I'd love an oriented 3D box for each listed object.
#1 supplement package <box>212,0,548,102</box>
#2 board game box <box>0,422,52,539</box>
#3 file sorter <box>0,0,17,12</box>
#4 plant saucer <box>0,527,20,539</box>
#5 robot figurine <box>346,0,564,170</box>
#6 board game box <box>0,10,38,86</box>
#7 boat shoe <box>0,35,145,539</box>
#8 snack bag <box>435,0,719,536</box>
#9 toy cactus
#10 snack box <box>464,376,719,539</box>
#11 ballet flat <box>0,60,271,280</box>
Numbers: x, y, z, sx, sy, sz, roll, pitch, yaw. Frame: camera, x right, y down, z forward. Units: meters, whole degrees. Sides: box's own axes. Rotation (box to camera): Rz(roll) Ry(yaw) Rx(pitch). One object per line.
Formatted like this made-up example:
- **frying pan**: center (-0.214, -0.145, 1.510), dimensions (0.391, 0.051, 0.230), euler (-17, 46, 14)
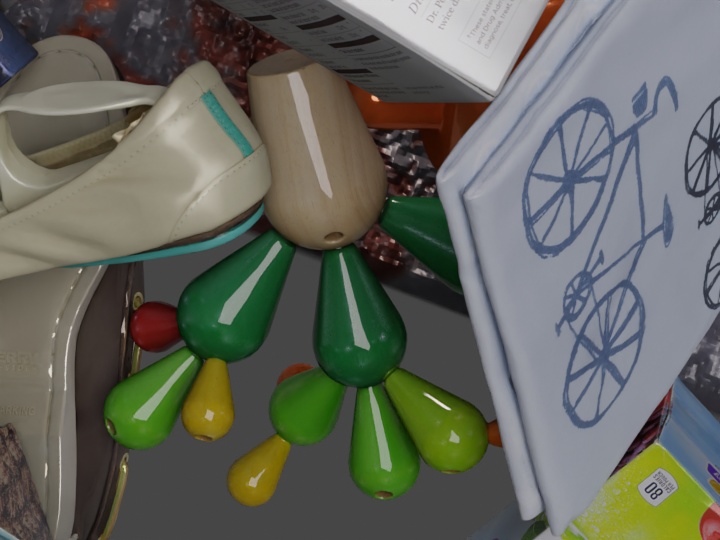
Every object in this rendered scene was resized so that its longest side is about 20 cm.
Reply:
- **supplement package**: center (-0.025, -0.166, 0.824), dimensions (0.199, 0.151, 0.152), euler (29, 87, -12)
- **board game box**: center (-0.198, 0.163, 0.933), dimensions (0.199, 0.097, 0.161), euler (-17, 94, 12)
- **file sorter**: center (-0.088, -0.197, 0.955), dimensions (0.200, 0.139, 0.125), euler (-37, 98, -7)
- **plant saucer**: center (-0.155, 0.165, 0.861), dimensions (0.199, 0.027, 0.202), euler (2, 99, 10)
- **robot figurine**: center (0.089, -0.092, 0.996), dimensions (0.198, 0.117, 0.145), euler (-2, 67, -9)
- **board game box**: center (-0.230, -0.110, 0.958), dimensions (0.135, 0.035, 0.200), euler (-38, 97, 20)
- **boat shoe**: center (-0.112, 0.015, 0.995), dimensions (0.071, 0.059, 0.202), euler (5, 88, 23)
- **snack bag**: center (0.098, -0.037, 0.878), dimensions (0.021, 0.189, 0.200), euler (24, 62, 30)
- **toy cactus**: center (0.000, 0.000, 0.951), dimensions (0.199, 0.102, 0.166), euler (-10, 110, 14)
- **snack box**: center (0.095, 0.167, 0.987), dimensions (0.169, 0.068, 0.200), euler (46, 114, -7)
- **ballet flat**: center (-0.123, -0.027, 0.924), dimensions (0.199, 0.069, 0.070), euler (-16, 94, 26)
